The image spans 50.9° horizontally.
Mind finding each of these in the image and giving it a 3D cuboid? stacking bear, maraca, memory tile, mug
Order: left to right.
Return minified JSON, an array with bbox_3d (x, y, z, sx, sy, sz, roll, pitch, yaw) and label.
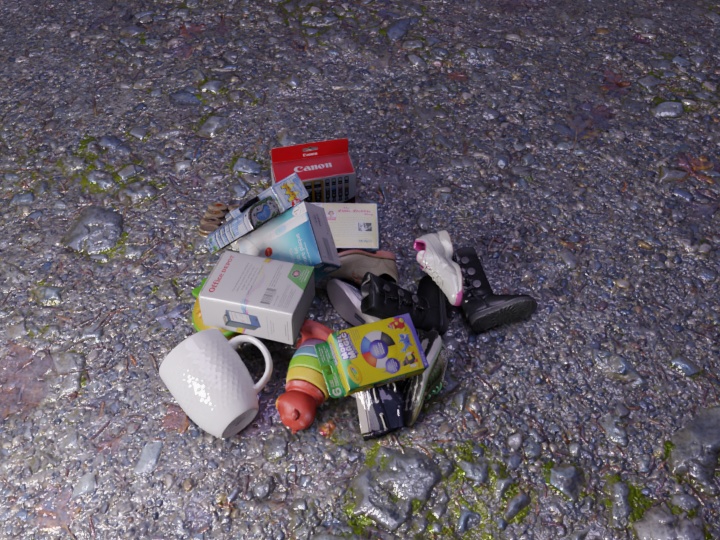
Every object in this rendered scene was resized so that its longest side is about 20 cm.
[{"bbox_3d":[-0.301,0.072,1.631,0.135,0.108,0.201,-18,41,-8],"label":"maraca"},{"bbox_3d":[-0.262,0.211,1.470,0.199,0.148,0.176,-38,71,-9],"label":"mug"},{"bbox_3d":[-0.300,-0.119,1.798,0.150,0.017,0.201,5,26,-5],"label":"memory tile"},{"bbox_3d":[-0.105,0.221,1.503,0.112,0.122,0.202,20,54,4],"label":"stacking bear"}]

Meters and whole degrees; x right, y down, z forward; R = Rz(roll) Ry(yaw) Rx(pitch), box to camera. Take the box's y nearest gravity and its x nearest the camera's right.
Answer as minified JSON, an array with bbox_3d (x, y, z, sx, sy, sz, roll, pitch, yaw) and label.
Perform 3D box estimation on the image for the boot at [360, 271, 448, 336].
[{"bbox_3d":[0.087,0.049,1.622,0.197,0.066,0.166,17,38,-24],"label":"boot"}]

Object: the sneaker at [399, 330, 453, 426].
[{"bbox_3d":[0.141,0.227,1.526,0.088,0.077,0.202,32,67,-22],"label":"sneaker"}]

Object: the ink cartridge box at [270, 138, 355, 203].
[{"bbox_3d":[-0.114,-0.217,1.838,0.196,0.177,0.085,-10,49,-9],"label":"ink cartridge box"}]

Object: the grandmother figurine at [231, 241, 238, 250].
[{"bbox_3d":[-0.219,-0.049,1.770,0.197,0.061,0.122,22,43,14],"label":"grandmother figurine"}]

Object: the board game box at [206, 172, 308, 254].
[{"bbox_3d":[-0.217,-0.131,1.629,0.062,0.198,0.200,58,38,-6],"label":"board game box"}]

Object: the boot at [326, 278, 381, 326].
[{"bbox_3d":[0.016,0.080,1.663,0.090,0.073,0.200,-22,54,-37],"label":"boot"}]

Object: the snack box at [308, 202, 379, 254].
[{"bbox_3d":[-0.057,-0.097,1.742,0.196,0.037,0.118,1,66,-5],"label":"snack box"}]

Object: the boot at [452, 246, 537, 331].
[{"bbox_3d":[0.282,0.030,1.701,0.162,0.066,0.201,-12,46,-13],"label":"boot"}]

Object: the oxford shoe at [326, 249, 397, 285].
[{"bbox_3d":[0.000,0.000,1.700,0.197,0.071,0.075,-4,63,-25],"label":"oxford shoe"}]

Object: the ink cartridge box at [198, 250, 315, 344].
[{"bbox_3d":[-0.204,0.050,1.512,0.196,0.088,0.146,11,43,10],"label":"ink cartridge box"}]

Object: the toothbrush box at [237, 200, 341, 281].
[{"bbox_3d":[-0.157,-0.037,1.648,0.198,0.085,0.149,-27,69,27],"label":"toothbrush box"}]

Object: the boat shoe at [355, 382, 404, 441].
[{"bbox_3d":[0.032,0.226,1.487,0.091,0.075,0.204,-9,80,-1],"label":"boat shoe"}]

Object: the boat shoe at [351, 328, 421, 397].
[{"bbox_3d":[0.048,0.185,1.568,0.199,0.057,0.068,-34,56,-25],"label":"boat shoe"}]

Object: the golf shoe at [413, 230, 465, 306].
[{"bbox_3d":[0.170,-0.002,1.649,0.090,0.076,0.202,-3,47,-10],"label":"golf shoe"}]

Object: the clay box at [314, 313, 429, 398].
[{"bbox_3d":[0.021,0.163,1.448,0.197,0.048,0.116,-13,69,-23],"label":"clay box"}]
